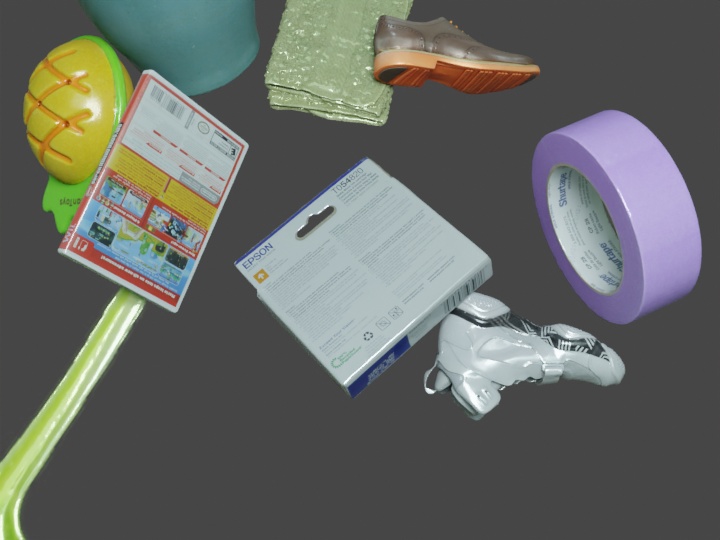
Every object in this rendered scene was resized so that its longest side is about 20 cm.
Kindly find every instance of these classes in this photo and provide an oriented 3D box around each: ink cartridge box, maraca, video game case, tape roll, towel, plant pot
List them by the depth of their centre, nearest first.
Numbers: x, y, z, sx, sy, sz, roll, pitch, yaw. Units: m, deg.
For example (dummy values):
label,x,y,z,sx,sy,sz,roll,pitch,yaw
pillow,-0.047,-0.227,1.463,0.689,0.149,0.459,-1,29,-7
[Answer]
label,x,y,z,sx,sy,sz,roll,pitch,yaw
tape roll,0.248,-0.052,0.844,0.065,0.200,0.203,-22,79,-10
plant pot,-0.191,-0.291,0.858,0.197,0.189,0.202,-9,47,10
video game case,-0.203,-0.078,0.863,0.017,0.143,0.203,6,69,44
maraca,-0.288,-0.140,0.873,0.136,0.106,0.204,0,88,38
ink cartridge box,0.000,0.000,0.881,0.199,0.041,0.200,-39,57,-11
towel,-0.022,-0.265,0.960,0.146,0.037,0.203,12,77,0

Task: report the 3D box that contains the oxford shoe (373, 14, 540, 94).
label,x,y,z,sx,sy,sz,roll,pitch,yaw
oxford shoe,0.109,-0.242,0.932,0.197,0.071,0.074,2,78,-22

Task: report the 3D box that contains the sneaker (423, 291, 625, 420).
label,x,y,z,sx,sy,sz,roll,pitch,yaw
sneaker,0.162,0.105,0.867,0.197,0.075,0.116,21,76,6
